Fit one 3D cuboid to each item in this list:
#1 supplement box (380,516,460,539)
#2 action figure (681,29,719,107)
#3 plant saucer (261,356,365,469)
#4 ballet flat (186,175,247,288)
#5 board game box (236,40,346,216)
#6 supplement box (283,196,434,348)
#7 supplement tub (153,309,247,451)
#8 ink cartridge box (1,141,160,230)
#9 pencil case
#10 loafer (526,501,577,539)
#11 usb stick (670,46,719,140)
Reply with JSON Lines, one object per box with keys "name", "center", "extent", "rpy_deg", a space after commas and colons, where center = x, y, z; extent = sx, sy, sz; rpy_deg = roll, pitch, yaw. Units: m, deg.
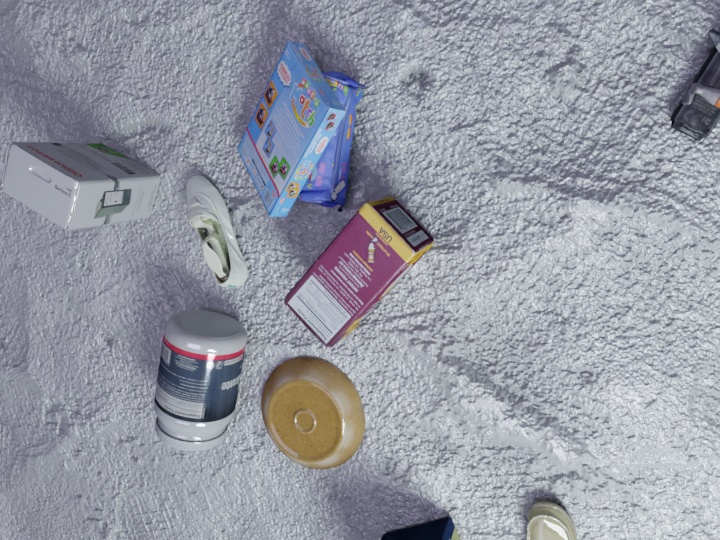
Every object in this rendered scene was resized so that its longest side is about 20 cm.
{"name": "supplement box", "center": [0.102, 0.536, 0.949], "extent": [0.132, 0.200, 0.203], "rpy_deg": [-24, 93, 23]}
{"name": "action figure", "center": [0.502, -0.234, 0.699], "extent": [0.190, 0.106, 0.202], "rpy_deg": [15, 135, -9]}
{"name": "plant saucer", "center": [-0.089, 0.250, 1.053], "extent": [0.196, 0.035, 0.205], "rpy_deg": [4, 102, 19]}
{"name": "ballet flat", "center": [-0.249, -0.065, 1.036], "extent": [0.068, 0.069, 0.203], "rpy_deg": [-22, 92, 22]}
{"name": "board game box", "center": [-0.109, -0.205, 0.917], "extent": [0.201, 0.036, 0.153], "rpy_deg": [-54, 53, 36]}
{"name": "supplement box", "center": [0.000, 0.000, 0.923], "extent": [0.103, 0.131, 0.200], "rpy_deg": [45, 112, 6]}
{"name": "supplement tub", "center": [-0.273, 0.183, 1.051], "extent": [0.138, 0.140, 0.204], "rpy_deg": [17, 106, 16]}
{"name": "ink cartridge box", "center": [-0.455, -0.145, 1.023], "extent": [0.144, 0.200, 0.085], "rpy_deg": [28, 108, 13]}
{"name": "pencil case", "center": [-0.045, -0.191, 0.929], "extent": [0.086, 0.077, 0.204], "rpy_deg": [29, 113, 49]}
{"name": "loafer", "center": [0.293, 0.452, 0.934], "extent": [0.074, 0.068, 0.205], "rpy_deg": [-8, 97, 21]}
{"name": "usb stick", "center": [0.458, -0.261, 0.761], "extent": [0.055, 0.033, 0.203], "rpy_deg": [28, 108, 4]}
